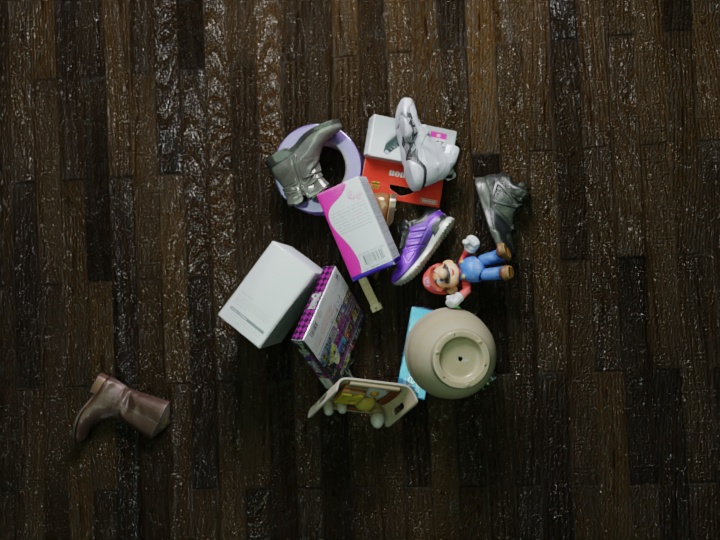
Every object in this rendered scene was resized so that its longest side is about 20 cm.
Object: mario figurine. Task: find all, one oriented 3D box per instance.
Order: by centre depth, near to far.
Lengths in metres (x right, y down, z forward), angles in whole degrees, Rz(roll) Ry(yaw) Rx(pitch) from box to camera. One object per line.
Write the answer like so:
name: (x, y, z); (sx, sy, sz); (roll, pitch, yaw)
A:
mario figurine: (0.225, 0.003, 1.645); (0.200, 0.124, 0.106); (-17, 125, 25)

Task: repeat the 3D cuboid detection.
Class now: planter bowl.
planter bowl: (0.201, 0.181, 1.601); (0.200, 0.135, 0.201); (0, 89, -4)

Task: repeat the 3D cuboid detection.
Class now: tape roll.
tape roll: (-0.093, -0.228, 1.728); (0.199, 0.085, 0.201); (0, 89, 6)

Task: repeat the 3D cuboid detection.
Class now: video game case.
video game case: (-0.064, 0.123, 1.628); (0.036, 0.181, 0.200); (-1, 50, 29)

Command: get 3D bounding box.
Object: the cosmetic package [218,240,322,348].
cosmetic package: (-0.185, 0.052, 1.671); (0.123, 0.199, 0.200); (38, 93, 6)

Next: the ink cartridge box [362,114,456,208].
ink cartridge box: (0.106, -0.243, 1.693); (0.199, 0.044, 0.174); (9, 88, -14)

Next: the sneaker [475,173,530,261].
sneaker: (0.333, -0.125, 1.679); (0.114, 0.076, 0.200); (-16, 81, 12)

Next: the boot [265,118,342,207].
boot: (-0.100, -0.233, 1.662); (0.200, 0.068, 0.131); (-32, 90, 12)

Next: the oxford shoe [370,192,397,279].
oxford shoe: (0.034, -0.079, 1.705); (0.071, 0.071, 0.201); (8, 102, 1)

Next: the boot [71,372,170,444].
boot: (-0.559, 0.361, 1.780); (0.200, 0.064, 0.187); (24, 93, 2)

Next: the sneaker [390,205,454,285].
sneaker: (0.117, -0.061, 1.712); (0.099, 0.070, 0.200); (38, 89, 13)

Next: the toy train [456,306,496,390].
toy train: (0.244, 0.172, 1.700); (0.056, 0.042, 0.200); (-27, 86, -6)

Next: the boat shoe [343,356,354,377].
boat shoe: (-0.047, 0.214, 1.724); (0.071, 0.072, 0.200); (-23, 96, -3)

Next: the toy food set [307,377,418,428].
toy food set: (0.004, 0.296, 1.638); (0.199, 0.144, 0.061); (11, 53, -25)

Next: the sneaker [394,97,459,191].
sneaker: (0.145, -0.280, 1.645); (0.115, 0.075, 0.201); (-12, 99, -15)

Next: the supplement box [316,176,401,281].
supplement box: (-0.001, -0.092, 1.623); (0.101, 0.103, 0.200); (-22, 93, 13)

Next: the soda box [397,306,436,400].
soda box: (0.131, 0.184, 1.700); (0.068, 0.064, 0.201); (10, 90, 7)

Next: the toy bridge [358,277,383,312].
toy bridge: (0.000, 0.000, 1.719); (0.027, 0.067, 0.200); (-23, 86, 5)
